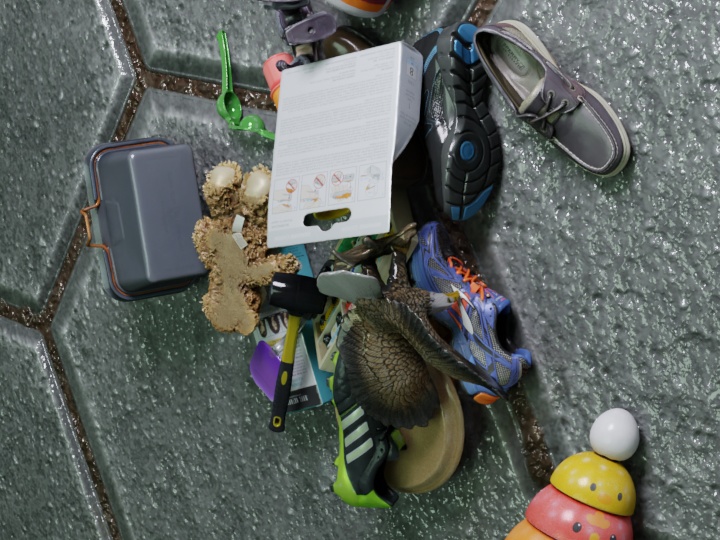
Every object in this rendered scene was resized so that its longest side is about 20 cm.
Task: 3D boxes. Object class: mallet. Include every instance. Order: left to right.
[{"bbox_3d":[-0.091,0.093,1.542,0.065,0.041,0.201,18,115,-2],"label":"mallet"}]

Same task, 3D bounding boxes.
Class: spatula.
[{"bbox_3d":[-0.076,0.065,1.566,0.057,0.020,0.201,45,118,24],"label":"spatula"}]

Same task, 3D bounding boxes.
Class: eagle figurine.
[{"bbox_3d":[0.049,0.060,1.357,0.150,0.152,0.201,-17,86,-1],"label":"eagle figurine"}]

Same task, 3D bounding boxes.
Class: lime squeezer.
[{"bbox_3d":[-0.129,-0.192,1.624,0.071,0.038,0.200,-41,67,6],"label":"lime squeezer"}]

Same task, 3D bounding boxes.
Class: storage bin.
[{"bbox_3d":[-0.259,-0.066,1.657,0.134,0.145,0.202,-5,95,65],"label":"storage bin"}]

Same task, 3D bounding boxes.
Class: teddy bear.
[{"bbox_3d":[-0.135,-0.029,1.571,0.144,0.067,0.202,-9,96,26],"label":"teddy bear"}]

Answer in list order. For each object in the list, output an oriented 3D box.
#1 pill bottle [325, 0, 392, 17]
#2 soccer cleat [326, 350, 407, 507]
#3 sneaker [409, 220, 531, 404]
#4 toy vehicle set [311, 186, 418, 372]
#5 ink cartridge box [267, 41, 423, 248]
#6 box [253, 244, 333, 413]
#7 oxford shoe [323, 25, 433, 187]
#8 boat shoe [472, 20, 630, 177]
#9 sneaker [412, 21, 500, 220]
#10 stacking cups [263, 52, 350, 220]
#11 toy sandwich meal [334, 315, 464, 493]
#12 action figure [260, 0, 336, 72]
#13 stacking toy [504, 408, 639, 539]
[{"bbox_3d":[0.029,-0.366,1.388,0.110,0.109,0.200,52,128,20],"label":"pill bottle"},{"bbox_3d":[0.009,0.162,1.468,0.080,0.067,0.202,6,108,23],"label":"soccer cleat"},{"bbox_3d":[0.119,0.036,1.430,0.078,0.075,0.201,-29,85,28],"label":"sneaker"},{"bbox_3d":[0.000,0.000,1.503,0.201,0.026,0.125,-60,25,32],"label":"toy vehicle set"},{"bbox_3d":[-0.016,-0.122,1.396,0.159,0.047,0.202,-7,73,36],"label":"ink cartridge box"},{"bbox_3d":[-0.084,0.066,1.621,0.082,0.049,0.201,-18,87,42],"label":"box"},{"bbox_3d":[0.008,-0.180,1.465,0.073,0.084,0.201,-43,69,40],"label":"oxford shoe"},{"bbox_3d":[0.179,-0.166,1.325,0.200,0.065,0.072,53,127,19],"label":"boat shoe"},{"bbox_3d":[0.094,-0.153,1.411,0.082,0.073,0.202,2,92,52],"label":"sneaker"},{"bbox_3d":[-0.056,-0.157,1.534,0.060,0.060,0.201,-39,62,40],"label":"stacking cups"},{"bbox_3d":[0.050,0.145,1.511,0.204,0.070,0.207,14,111,39],"label":"toy sandwich meal"},{"bbox_3d":[-0.075,-0.275,1.477,0.200,0.069,0.131,-142,30,-83],"label":"action figure"},{"bbox_3d":[0.223,0.231,1.349,0.146,0.146,0.201,21,97,37],"label":"stacking toy"}]
